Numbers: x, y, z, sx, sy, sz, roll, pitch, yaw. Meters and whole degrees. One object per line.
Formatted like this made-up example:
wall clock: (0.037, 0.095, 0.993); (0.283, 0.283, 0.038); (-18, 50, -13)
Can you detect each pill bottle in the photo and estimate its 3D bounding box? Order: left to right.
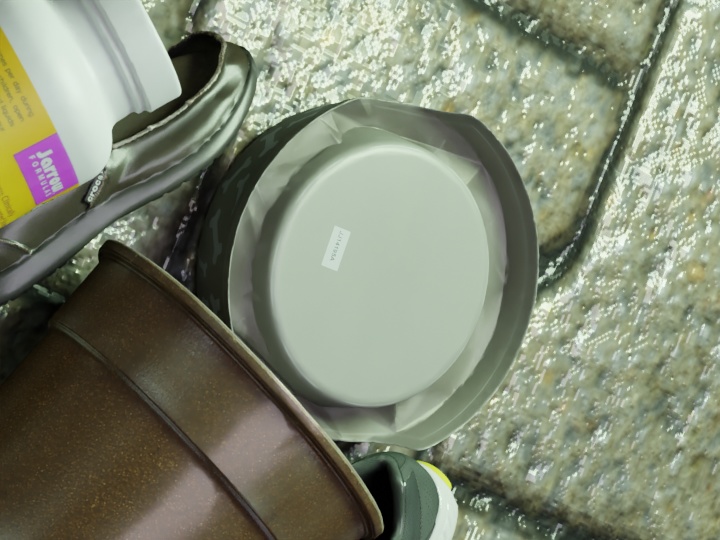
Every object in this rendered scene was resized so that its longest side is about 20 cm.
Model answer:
pill bottle: (-0.188, -0.068, 1.295); (0.200, 0.104, 0.104); (-29, 114, -7)

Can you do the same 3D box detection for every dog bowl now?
dog bowl: (0.000, 0.000, 1.492); (0.200, 0.059, 0.200); (-6, 100, -34)

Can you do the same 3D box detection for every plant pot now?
plant pot: (-0.127, 0.124, 1.358); (0.198, 0.200, 0.200); (-43, 119, -11)

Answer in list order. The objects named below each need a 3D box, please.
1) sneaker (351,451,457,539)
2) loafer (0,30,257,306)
sneaker: (-0.019, 0.183, 1.487); (0.200, 0.074, 0.085); (-67, 154, -14)
loafer: (-0.135, -0.063, 1.380); (0.200, 0.073, 0.071); (-41, 120, -22)
